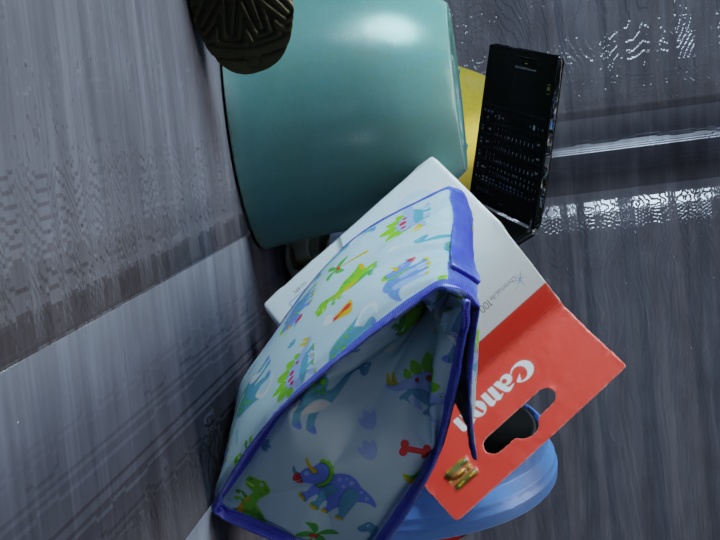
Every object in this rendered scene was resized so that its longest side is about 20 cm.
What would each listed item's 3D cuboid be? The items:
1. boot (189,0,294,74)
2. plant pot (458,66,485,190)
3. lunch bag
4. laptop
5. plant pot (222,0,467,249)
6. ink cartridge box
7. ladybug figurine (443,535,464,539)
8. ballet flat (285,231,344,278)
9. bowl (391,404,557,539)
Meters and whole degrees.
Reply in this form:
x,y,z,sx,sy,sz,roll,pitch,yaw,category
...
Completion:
x,y,z,sx,sy,sz,roll,pitch,yaw,category
-0.080,-0.252,1.227,0.201,0.065,0.177,-89,171,-58,boot
0.066,-0.124,1.771,0.200,0.141,0.202,165,-90,-72,plant pot
0.011,0.058,1.100,0.201,0.127,0.170,-59,-170,20,lunch bag
0.071,-0.075,1.403,0.177,0.102,0.202,-142,-121,-73,laptop
-0.005,-0.125,1.345,0.201,0.159,0.203,-6,90,-84,plant pot
0.055,0.043,1.235,0.200,0.160,0.047,46,-8,27,ink cartridge box
0.056,0.170,1.468,0.072,0.199,0.137,35,-39,47,ladybug figurine
-0.040,-0.079,1.476,0.069,0.069,0.202,63,22,-74,ballet flat
0.041,0.135,1.309,0.201,0.198,0.040,-77,161,-73,bowl
